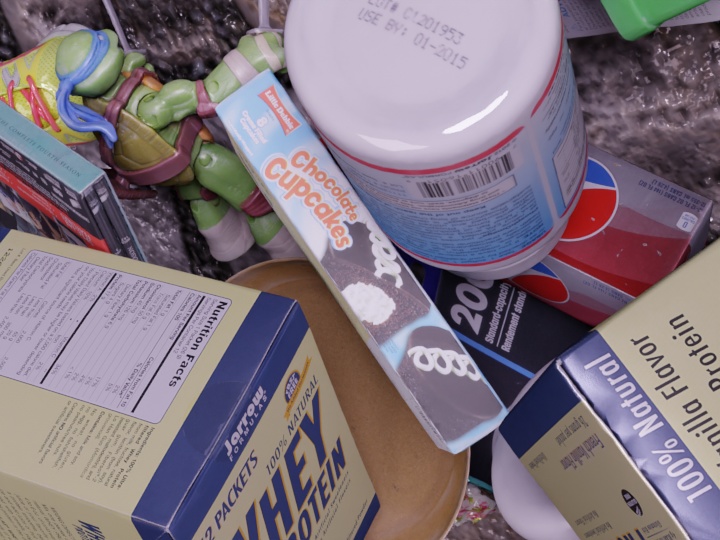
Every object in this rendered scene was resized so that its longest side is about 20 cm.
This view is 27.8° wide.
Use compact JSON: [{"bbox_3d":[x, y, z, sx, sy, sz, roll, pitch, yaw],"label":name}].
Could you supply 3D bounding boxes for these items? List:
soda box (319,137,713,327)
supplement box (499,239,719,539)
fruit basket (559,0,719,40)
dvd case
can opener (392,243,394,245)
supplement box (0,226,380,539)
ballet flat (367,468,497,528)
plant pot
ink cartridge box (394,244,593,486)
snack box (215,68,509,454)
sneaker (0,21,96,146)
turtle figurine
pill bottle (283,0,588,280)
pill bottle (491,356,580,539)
[{"bbox_3d":[0.079,-0.037,0.763,0.199,0.070,0.064,28,162,21],"label":"soda box"},{"bbox_3d":[0.202,0.075,0.604,0.201,0.199,0.134,53,167,11],"label":"supplement box"},{"bbox_3d":[0.074,-0.173,0.608,0.199,0.094,0.185,8,145,52],"label":"fruit basket"},{"bbox_3d":[-0.167,-0.018,0.830,0.146,0.022,0.201,33,155,31],"label":"dvd case"},{"bbox_3d":[-0.035,0.033,0.918,0.199,0.078,0.064,-22,99,45],"label":"can opener"},{"bbox_3d":[-0.122,0.104,0.778,0.198,0.135,0.201,13,146,25],"label":"supplement box"},{"bbox_3d":[-0.009,0.131,0.918,0.199,0.064,0.076,20,168,29],"label":"ballet flat"},{"bbox_3d":[-0.021,0.088,0.862,0.198,0.027,0.202,7,106,27],"label":"plant pot"},{"bbox_3d":[0.084,0.055,0.862,0.199,0.043,0.199,29,137,19],"label":"ink cartridge box"},{"bbox_3d":[0.000,0.000,0.735,0.201,0.037,0.116,55,177,4],"label":"snack box"},{"bbox_3d":[-0.231,-0.102,0.961,0.199,0.090,0.079,-10,113,41],"label":"sneaker"},{"bbox_3d":[-0.085,-0.103,0.856,0.143,0.201,0.194,-18,131,22],"label":"turtle figurine"},{"bbox_3d":[0.042,-0.064,0.634,0.108,0.109,0.200,27,170,20],"label":"pill bottle"},{"bbox_3d":[0.170,0.129,0.763,0.199,0.110,0.109,35,144,-28],"label":"pill bottle"}]
